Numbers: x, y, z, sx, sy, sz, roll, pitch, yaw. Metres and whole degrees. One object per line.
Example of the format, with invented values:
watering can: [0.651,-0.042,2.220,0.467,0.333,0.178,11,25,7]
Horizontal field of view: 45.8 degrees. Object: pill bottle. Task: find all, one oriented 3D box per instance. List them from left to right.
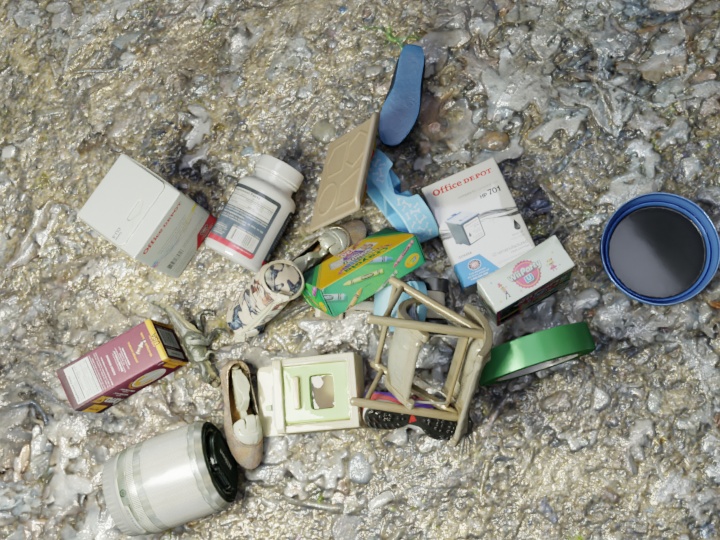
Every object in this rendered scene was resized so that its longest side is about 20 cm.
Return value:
pill bottle: [-0.191,-0.107,1.585,0.119,0.120,0.200,27,84,13]

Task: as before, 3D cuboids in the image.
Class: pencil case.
pencil case: [-0.171,0.053,1.516,0.078,0.200,0.090,10,60,-26]

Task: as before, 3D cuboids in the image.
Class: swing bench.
swing bench: [0.106,0.148,1.391,0.199,0.130,0.199,19,126,10]

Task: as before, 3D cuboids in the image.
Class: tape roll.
tape roll: [0.286,0.140,1.416,0.200,0.200,0.048,-18,76,6]

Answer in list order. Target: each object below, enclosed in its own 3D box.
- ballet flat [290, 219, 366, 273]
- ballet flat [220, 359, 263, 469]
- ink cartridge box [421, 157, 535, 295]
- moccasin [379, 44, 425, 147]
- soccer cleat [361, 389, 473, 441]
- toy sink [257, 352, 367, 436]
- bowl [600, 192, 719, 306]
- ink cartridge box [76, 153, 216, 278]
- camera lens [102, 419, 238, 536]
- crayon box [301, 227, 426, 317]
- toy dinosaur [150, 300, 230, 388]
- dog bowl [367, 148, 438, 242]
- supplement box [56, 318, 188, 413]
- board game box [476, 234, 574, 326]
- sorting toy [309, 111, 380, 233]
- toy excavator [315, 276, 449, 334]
ballet flat: [-0.073,-0.027,1.568,0.200,0.067,0.068,-40,72,0]
ballet flat: [-0.212,0.253,1.530,0.068,0.067,0.201,-7,70,-29]
ink cartridge box: [0.214,-0.078,1.531,0.146,0.086,0.201,-24,77,4]
moccasin: [0.088,-0.322,1.610,0.080,0.068,0.201,19,84,5]
soccer cleat: [0.099,0.246,1.489,0.199,0.073,0.068,10,116,-11]
toy sink: [-0.096,0.222,1.508,0.199,0.112,0.131,-6,78,8]
bowl: [0.522,-0.036,1.495,0.200,0.039,0.201,-2,79,9]
ink cartridge box: [-0.388,-0.096,1.573,0.144,0.200,0.146,34,86,14]
camera lens: [-0.326,0.363,1.493,0.199,0.160,0.160,-21,76,5]
crayon box: [0.000,0.000,1.496,0.200,0.119,0.058,-30,111,-18]
toy dinosaur: [-0.300,0.118,1.587,0.088,0.047,0.200,-33,85,-17]
dog bowl: [0.063,-0.128,1.543,0.050,0.112,0.200,-34,71,-9]
supplement box: [-0.437,0.178,1.574,0.200,0.110,0.086,-30,76,3]
board game box: [0.276,0.023,1.441,0.147,0.200,0.064,-31,75,3]
sorting toy: [-0.024,-0.170,1.534,0.036,0.200,0.186,20,69,-23]
toy excavator: [0.036,0.063,1.516,0.199,0.194,0.100,7,79,-18]
